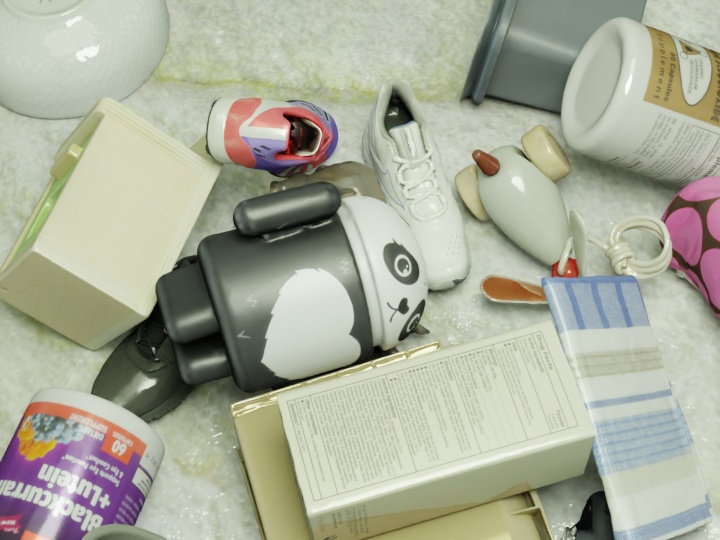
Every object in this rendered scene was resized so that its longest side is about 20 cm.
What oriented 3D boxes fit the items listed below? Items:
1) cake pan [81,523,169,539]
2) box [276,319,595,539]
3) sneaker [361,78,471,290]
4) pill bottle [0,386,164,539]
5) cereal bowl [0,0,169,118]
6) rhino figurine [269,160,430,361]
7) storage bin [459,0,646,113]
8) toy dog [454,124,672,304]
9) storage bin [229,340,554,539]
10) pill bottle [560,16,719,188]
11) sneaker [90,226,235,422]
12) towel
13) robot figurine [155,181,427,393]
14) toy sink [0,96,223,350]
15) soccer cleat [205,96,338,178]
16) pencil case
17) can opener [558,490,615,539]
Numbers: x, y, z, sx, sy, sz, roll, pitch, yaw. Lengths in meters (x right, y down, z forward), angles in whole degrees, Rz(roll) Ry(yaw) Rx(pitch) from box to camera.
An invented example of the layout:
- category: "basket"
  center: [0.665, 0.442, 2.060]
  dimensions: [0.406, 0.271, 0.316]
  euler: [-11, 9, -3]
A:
- category: "cake pan"
  center: [-0.121, 0.256, 0.844]
  dimensions: [0.037, 0.200, 0.200]
  euler: [-47, 64, 10]
- category: "box"
  center: [0.051, 0.113, 0.863]
  dimensions: [0.198, 0.078, 0.095]
  euler: [-14, 60, -5]
- category: "sneaker"
  center: [0.042, -0.075, 1.075]
  dimensions: [0.074, 0.087, 0.201]
  euler: [-16, 61, -7]
- category: "pill bottle"
  center: [-0.229, 0.197, 0.919]
  dimensions: [0.111, 0.112, 0.201]
  euler: [14, 62, 12]
- category: "cereal bowl"
  center: [-0.284, -0.248, 1.199]
  dimensions: [0.198, 0.083, 0.201]
  euler: [-1, 60, 2]
- category: "rhino figurine"
  center: [0.000, 0.000, 1.039]
  dimensions: [0.087, 0.060, 0.201]
  euler: [-25, 74, 10]
- category: "storage bin"
  center: [0.187, -0.240, 1.142]
  dimensions: [0.133, 0.146, 0.201]
  euler: [18, 62, 2]
- category: "toy dog"
  center: [0.143, -0.034, 1.029]
  dimensions: [0.200, 0.096, 0.132]
  euler: [45, 107, 30]
- category: "storage bin"
  center: [0.022, 0.175, 0.928]
  dimensions: [0.197, 0.094, 0.201]
  euler: [-16, 60, -7]
- category: "pill bottle"
  center: [0.278, -0.125, 1.045]
  dimensions: [0.199, 0.114, 0.115]
  euler: [16, 58, -17]
- category: "sneaker"
  center: [-0.146, 0.037, 1.019]
  dimensions: [0.076, 0.091, 0.200]
  euler: [33, 67, 24]
- category: "towel"
  center: [0.194, 0.100, 0.917]
  dimensions: [0.024, 0.146, 0.201]
  euler: [-24, 76, 34]
- category: "robot figurine"
  center: [-0.048, 0.019, 0.938]
  dimensions: [0.199, 0.150, 0.126]
  euler: [-16, 76, -8]
- category: "toy sink"
  center: [-0.202, -0.057, 1.032]
  dimensions: [0.112, 0.130, 0.201]
  euler: [33, 62, -19]
- category: "soccer cleat"
  center: [-0.054, -0.109, 1.052]
  dimensions: [0.073, 0.200, 0.069]
  euler: [10, 96, 22]
- category: "pencil case"
  center: [0.307, 0.022, 0.978]
  dimensions: [0.094, 0.090, 0.201]
  euler: [-50, 39, 25]
- category: "can opener"
  center: [0.170, 0.253, 0.889]
  dimensions: [0.078, 0.064, 0.201]
  euler: [9, 60, 8]
